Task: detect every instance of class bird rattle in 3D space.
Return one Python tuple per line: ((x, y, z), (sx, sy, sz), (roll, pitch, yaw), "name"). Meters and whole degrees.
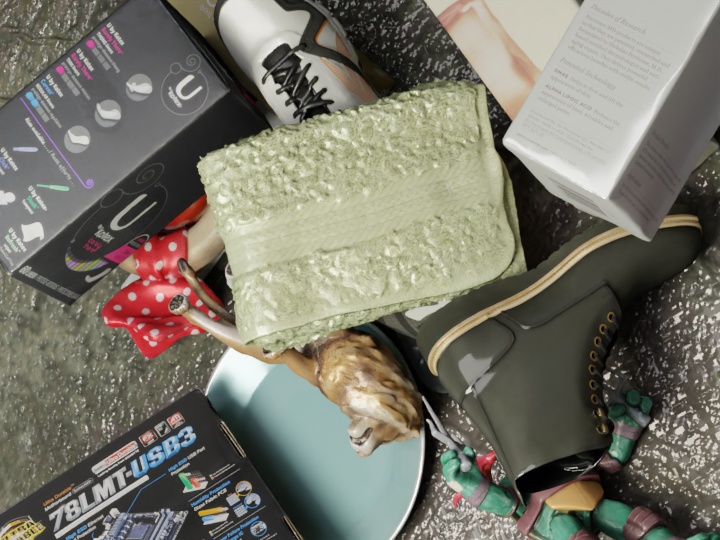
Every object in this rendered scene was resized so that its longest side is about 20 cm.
((-0.157, -0.043, 1.523), (0.163, 0.113, 0.200), (-46, 60, 1), "bird rattle")

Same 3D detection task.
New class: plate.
((-0.033, 0.125, 1.476), (0.199, 0.026, 0.202), (-4, 82, 31), "plate")

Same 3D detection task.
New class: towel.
((0.002, -0.038, 1.332), (0.198, 0.036, 0.150), (-15, 82, 0), "towel")

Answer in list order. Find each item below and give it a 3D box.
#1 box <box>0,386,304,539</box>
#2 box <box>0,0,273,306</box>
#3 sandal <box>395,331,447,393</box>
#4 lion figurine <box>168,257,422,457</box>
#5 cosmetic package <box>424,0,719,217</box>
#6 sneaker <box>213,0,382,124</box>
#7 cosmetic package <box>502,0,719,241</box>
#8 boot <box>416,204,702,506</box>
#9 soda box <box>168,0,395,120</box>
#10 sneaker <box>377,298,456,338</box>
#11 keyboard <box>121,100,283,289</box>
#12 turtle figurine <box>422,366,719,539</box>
((-0.144, 0.212, 1.430), (0.199, 0.050, 0.199), (-32, 58, -11), "box")
((-0.178, -0.085, 1.431), (0.200, 0.122, 0.106), (-40, 73, 4), "box")
((0.026, -0.005, 1.438), (0.075, 0.048, 0.201), (-43, 65, 21), "sandal")
((-0.043, 0.052, 1.430), (0.073, 0.122, 0.200), (-54, 44, -2), "lion figurine")
((0.136, -0.137, 1.353), (0.087, 0.103, 0.201), (-42, 64, 19), "cosmetic package")
((-0.028, -0.122, 1.396), (0.200, 0.080, 0.074), (46, 107, 5), "sneaker")
((0.179, -0.130, 1.211), (0.081, 0.113, 0.201), (29, 88, 25), "cosmetic package")
((0.154, 0.056, 1.299), (0.199, 0.078, 0.139), (-29, 58, -1), "boot")
((-0.070, -0.174, 1.508), (0.200, 0.064, 0.068), (43, 107, 27), "soda box")
((0.000, 0.000, 1.384), (0.199, 0.084, 0.077), (19, 102, 21), "sneaker")
((-0.113, -0.043, 1.554), (0.200, 0.011, 0.056), (-52, 57, 17), "keyboard")
((0.135, 0.138, 1.331), (0.149, 0.101, 0.200), (-29, 49, -18), "turtle figurine")
